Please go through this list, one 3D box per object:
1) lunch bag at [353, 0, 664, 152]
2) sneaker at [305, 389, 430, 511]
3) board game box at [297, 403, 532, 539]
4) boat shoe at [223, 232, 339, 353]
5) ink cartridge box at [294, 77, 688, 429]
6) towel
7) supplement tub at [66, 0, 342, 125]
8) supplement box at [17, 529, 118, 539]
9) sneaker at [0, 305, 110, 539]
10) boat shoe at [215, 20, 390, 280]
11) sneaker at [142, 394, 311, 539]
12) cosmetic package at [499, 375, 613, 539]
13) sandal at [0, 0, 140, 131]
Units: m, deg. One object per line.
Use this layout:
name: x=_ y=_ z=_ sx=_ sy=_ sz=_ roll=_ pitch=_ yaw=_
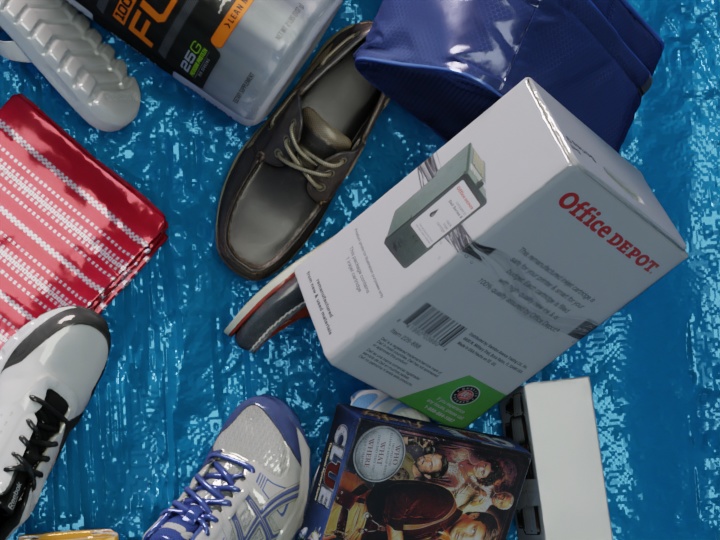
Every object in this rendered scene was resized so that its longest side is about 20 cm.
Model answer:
lunch bag: x=0.109 y=-0.148 z=1.225 sx=0.200 sy=0.135 sz=0.133 roll=34 pitch=77 yaw=-47
sneaker: x=-0.011 y=0.175 z=1.232 sx=0.072 sy=0.072 sz=0.201 roll=22 pitch=92 yaw=-34
board game box: x=0.020 y=0.195 z=1.192 sx=0.135 sy=0.035 sz=0.201 roll=13 pitch=97 yaw=-29
boat shoe: x=0.000 y=0.000 z=1.249 sx=0.199 sy=0.071 sz=0.063 roll=-35 pitch=92 yaw=-16
ink cartridge box: x=0.083 y=-0.005 z=1.167 sx=0.200 sy=0.146 sz=0.084 roll=-39 pitch=48 yaw=18
towel: x=-0.241 y=-0.003 z=1.233 sx=0.144 sy=0.022 sz=0.200 roll=42 pitch=79 yaw=-1
supplement tub: x=-0.118 y=-0.198 z=1.227 sx=0.199 sy=0.123 sz=0.123 roll=34 pitch=79 yaw=-3
supplement box: x=-0.183 y=0.268 z=1.186 sx=0.066 sy=0.069 sz=0.202 roll=-2 pitch=85 yaw=-10
sneaker: x=-0.217 y=0.115 z=1.184 sx=0.074 sy=0.080 sz=0.201 roll=38 pitch=81 yaw=-35
boat shoe: x=-0.036 y=-0.088 z=1.249 sx=0.074 sy=0.073 sz=0.201 roll=29 pitch=79 yaw=-4
sneaker: x=-0.093 y=0.168 z=1.186 sx=0.075 sy=0.088 sz=0.201 roll=7 pitch=70 yaw=30
cosmetic package: x=0.134 y=0.175 z=1.239 sx=0.050 sy=0.083 sz=0.202 roll=-7 pitch=83 yaw=-7
sandal: x=-0.229 y=-0.169 z=1.240 sx=0.050 sy=0.082 sz=0.203 roll=-37 pitch=91 yaw=31
